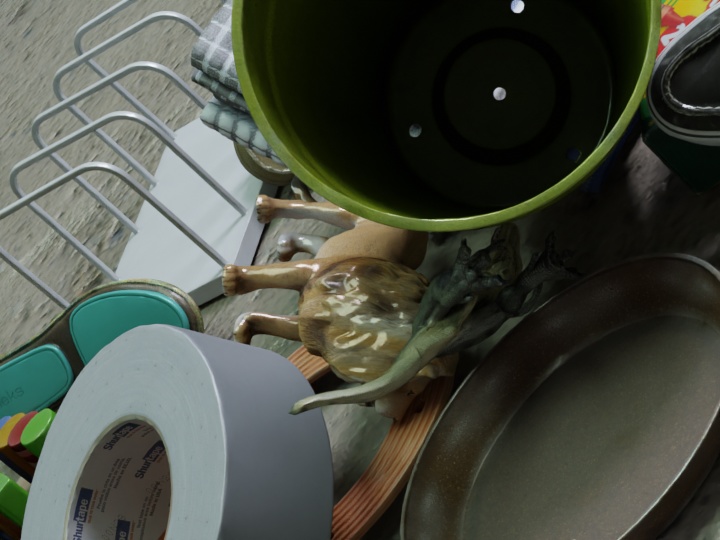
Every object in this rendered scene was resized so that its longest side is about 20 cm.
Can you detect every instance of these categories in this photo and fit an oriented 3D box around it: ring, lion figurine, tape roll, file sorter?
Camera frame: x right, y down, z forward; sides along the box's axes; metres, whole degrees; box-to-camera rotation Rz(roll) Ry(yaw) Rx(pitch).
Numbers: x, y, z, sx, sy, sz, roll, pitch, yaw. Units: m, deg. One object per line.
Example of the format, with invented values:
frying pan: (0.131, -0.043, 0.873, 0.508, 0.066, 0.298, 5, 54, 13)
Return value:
ring: (-0.023, 0.100, 1.412, 0.200, 0.019, 0.201, -37, 27, 23)
lion figurine: (0.000, 0.000, 1.412, 0.122, 0.073, 0.200, -1, 33, 11)
tape roll: (-0.096, 0.130, 1.343, 0.200, 0.066, 0.201, -30, 53, 48)
file sorter: (-0.136, -0.076, 1.719, 0.139, 0.125, 0.200, -26, 33, 38)

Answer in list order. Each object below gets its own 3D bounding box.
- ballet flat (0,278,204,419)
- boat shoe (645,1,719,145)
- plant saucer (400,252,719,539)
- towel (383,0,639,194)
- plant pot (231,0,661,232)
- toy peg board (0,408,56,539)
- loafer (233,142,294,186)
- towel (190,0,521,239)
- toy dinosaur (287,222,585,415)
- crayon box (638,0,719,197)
ballet flat: (-0.163, 0.050, 1.662, 0.200, 0.071, 0.071, -27, 32, 34)
boat shoe: (0.211, -0.113, 1.223, 0.200, 0.064, 0.071, -23, 78, 31)
plant saucer: (0.102, 0.079, 1.230, 0.200, 0.032, 0.200, -37, 27, 23)
towel: (0.070, -0.136, 1.445, 0.147, 0.200, 0.024, -59, -17, -20)
plant pot: (0.056, -0.103, 1.315, 0.200, 0.200, 0.193, -47, -14, 1)
toy peg board: (-0.214, 0.160, 1.536, 0.200, 0.098, 0.199, -54, 26, -13)
loafer: (-0.031, -0.148, 1.643, 0.067, 0.076, 0.200, -86, 13, -82)
towel: (0.017, -0.141, 1.510, 0.200, 0.165, 0.086, -55, -18, -18)
toy dinosaur: (0.050, 0.016, 1.276, 0.088, 0.047, 0.200, -40, -4, 38)
crayon box: (0.226, -0.139, 1.323, 0.200, 0.051, 0.127, -36, 28, 23)
